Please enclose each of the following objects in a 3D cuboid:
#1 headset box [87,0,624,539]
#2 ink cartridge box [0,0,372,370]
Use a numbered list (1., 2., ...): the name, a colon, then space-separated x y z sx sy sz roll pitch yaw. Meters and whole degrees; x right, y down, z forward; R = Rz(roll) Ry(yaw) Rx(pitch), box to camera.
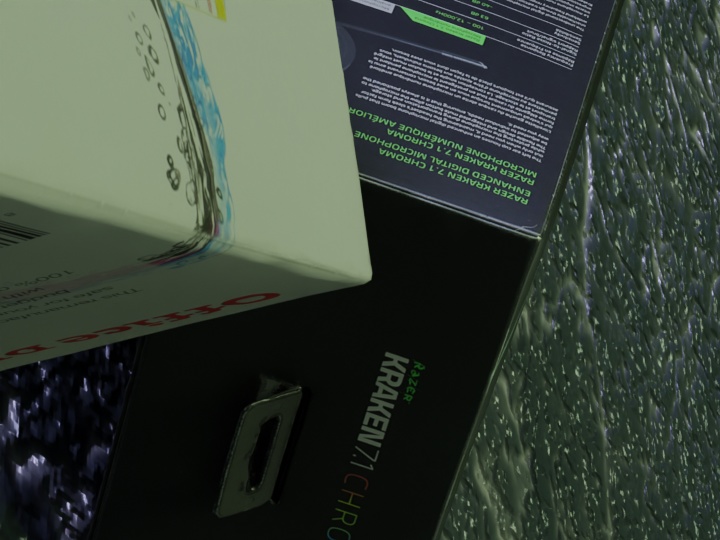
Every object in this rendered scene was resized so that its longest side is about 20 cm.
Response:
1. headset box: 0.000 0.000 0.826 0.200 0.092 0.175 -69 177 -54
2. ink cartridge box: -0.110 -0.061 0.620 0.200 0.147 0.145 17 62 -66
